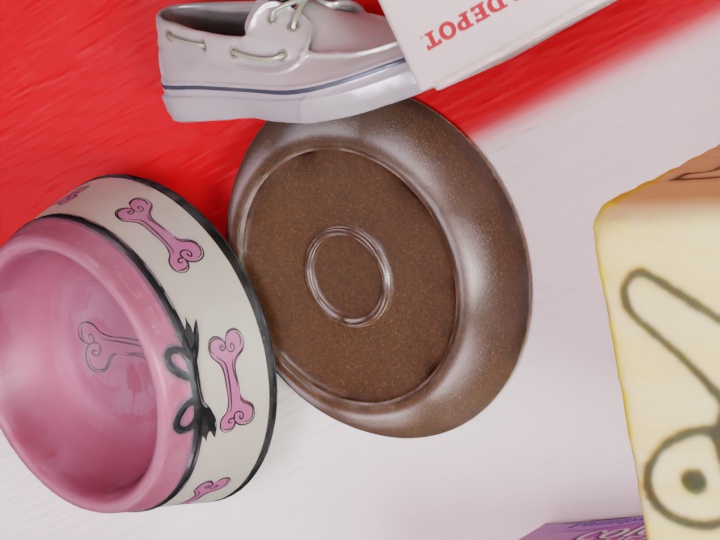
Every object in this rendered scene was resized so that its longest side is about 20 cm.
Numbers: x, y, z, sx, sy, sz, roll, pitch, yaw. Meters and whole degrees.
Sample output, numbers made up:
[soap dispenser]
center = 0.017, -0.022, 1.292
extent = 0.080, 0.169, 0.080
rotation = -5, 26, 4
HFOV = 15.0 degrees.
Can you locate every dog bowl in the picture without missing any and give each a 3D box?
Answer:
[dog bowl]
center = -0.142, 0.050, 1.560
extent = 0.200, 0.074, 0.201
rotation = 20, 120, 39

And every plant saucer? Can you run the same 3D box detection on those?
[plant saucer]
center = 0.000, 0.000, 1.487
extent = 0.200, 0.032, 0.201
rotation = 13, 114, 33

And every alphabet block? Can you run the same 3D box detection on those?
[alphabet block]
center = 0.245, 0.035, 1.215
extent = 0.200, 0.196, 0.196
rotation = -1, 103, 36

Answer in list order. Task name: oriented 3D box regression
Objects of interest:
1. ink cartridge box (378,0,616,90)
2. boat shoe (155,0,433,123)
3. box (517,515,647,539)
[ink cartridge box]
center = 0.060, -0.209, 1.337
extent = 0.145, 0.084, 0.200
rotation = -26, 88, 39
[boat shoe]
center = -0.037, -0.118, 1.442
extent = 0.200, 0.074, 0.067
rotation = -5, 111, 38
[box]
center = 0.168, 0.231, 1.400
extent = 0.176, 0.097, 0.201
rotation = -9, 99, 38
